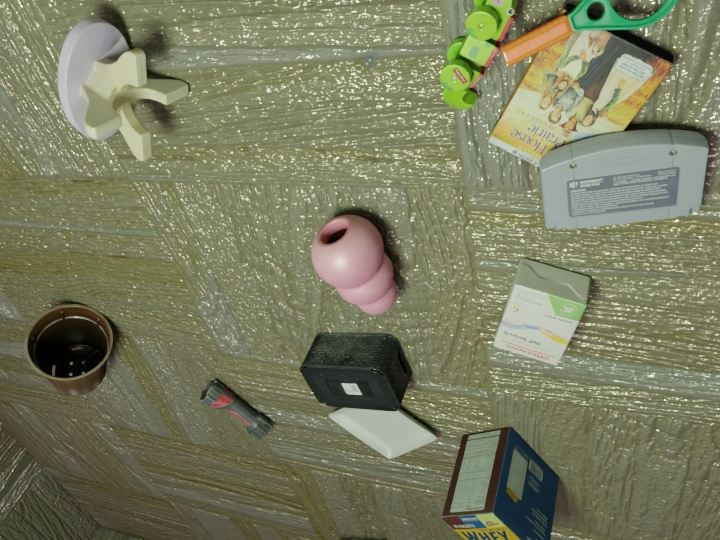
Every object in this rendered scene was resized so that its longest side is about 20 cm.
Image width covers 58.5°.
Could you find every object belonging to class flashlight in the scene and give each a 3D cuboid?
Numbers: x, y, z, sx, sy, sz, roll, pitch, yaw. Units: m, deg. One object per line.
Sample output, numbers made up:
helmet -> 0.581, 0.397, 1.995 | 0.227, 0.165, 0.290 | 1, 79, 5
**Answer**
flashlight -> -0.326, 0.370, 1.682 | 0.200, 0.068, 0.068 | 45, 162, -21

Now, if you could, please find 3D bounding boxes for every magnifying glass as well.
magnifying glass -> 0.254, -0.285, 0.714 | 0.199, 0.022, 0.080 | -22, 110, 22

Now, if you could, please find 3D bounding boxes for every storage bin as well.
storage bin -> -0.009, 0.211, 1.335 | 0.198, 0.094, 0.136 | -2, 132, 29

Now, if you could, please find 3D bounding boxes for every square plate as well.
square plate -> 0.051, 0.359, 1.504 | 0.198, 0.029, 0.200 | 38, 137, -11

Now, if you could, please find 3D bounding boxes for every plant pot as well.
plant pot -> -0.741, 0.221, 1.656 | 0.199, 0.201, 0.199 | 28, 146, -2

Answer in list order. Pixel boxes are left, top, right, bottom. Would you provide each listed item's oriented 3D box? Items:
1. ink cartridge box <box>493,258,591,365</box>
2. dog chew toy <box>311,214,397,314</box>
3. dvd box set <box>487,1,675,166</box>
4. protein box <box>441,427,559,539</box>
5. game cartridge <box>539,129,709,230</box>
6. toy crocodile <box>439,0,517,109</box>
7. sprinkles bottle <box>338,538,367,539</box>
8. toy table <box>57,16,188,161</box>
ink cartridge box -> 0.294, 0.085, 1.070 | 0.116, 0.068, 0.201 | 16, 138, 11
dog chew toy -> 0.000, 0.000, 1.103 | 0.123, 0.125, 0.201 | -5, 139, 31
dvd box set -> 0.268, -0.213, 0.809 | 0.145, 0.030, 0.201 | 27, 138, 0
protein box -> 0.304, 0.484, 1.371 | 0.134, 0.201, 0.199 | -24, 119, 42
game cartridge -> 0.337, -0.117, 0.835 | 0.198, 0.041, 0.134 | -5, 141, 16
toy crocodile -> 0.147, -0.278, 0.778 | 0.061, 0.068, 0.201 | 22, 141, -4
sprinkles bottle -> 0.010, 0.889, 2.035 | 0.199, 0.069, 0.068 | -16, 124, 38
toy table -> -0.370, -0.269, 0.987 | 0.117, 0.184, 0.201 | 33, 150, 17
